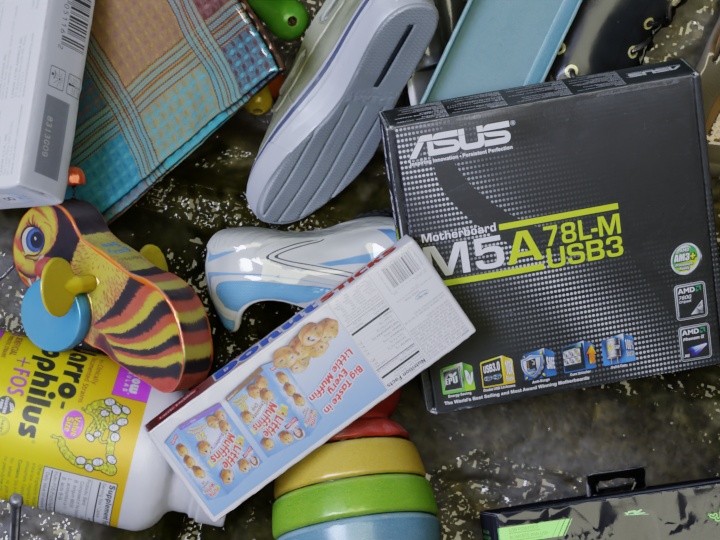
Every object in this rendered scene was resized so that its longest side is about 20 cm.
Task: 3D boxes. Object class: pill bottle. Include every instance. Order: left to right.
[{"bbox_3d":[-0.175,0.103,1.572,0.199,0.104,0.105,13,85,-2],"label":"pill bottle"}]

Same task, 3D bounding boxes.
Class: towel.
[{"bbox_3d":[-0.149,-0.130,1.568,0.200,0.022,0.147,-37,81,34],"label":"towel"}]

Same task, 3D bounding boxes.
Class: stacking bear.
[{"bbox_3d":[-0.004,0.135,1.577,0.113,0.121,0.201,4,70,-40],"label":"stacking bear"}]

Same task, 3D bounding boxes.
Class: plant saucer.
[{"bbox_3d":[0.088,-0.142,1.572,0.070,0.019,0.201,25,92,-19],"label":"plant saucer"}]

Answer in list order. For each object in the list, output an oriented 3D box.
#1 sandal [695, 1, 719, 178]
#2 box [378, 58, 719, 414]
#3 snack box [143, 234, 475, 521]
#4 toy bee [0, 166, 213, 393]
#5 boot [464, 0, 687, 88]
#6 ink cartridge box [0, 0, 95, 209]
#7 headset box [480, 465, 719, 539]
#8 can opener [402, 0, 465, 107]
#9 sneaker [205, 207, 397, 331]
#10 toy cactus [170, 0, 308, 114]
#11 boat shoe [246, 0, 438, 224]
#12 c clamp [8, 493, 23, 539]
[{"bbox_3d":[0.262,-0.155,1.637,0.080,0.054,0.201,25,86,0],"label":"sandal"},{"bbox_3d":[0.122,-0.021,1.561,0.199,0.048,0.194,-9,112,-4],"label":"box"},{"bbox_3d":[-0.030,0.066,1.521,0.200,0.024,0.072,-36,104,-3],"label":"snack box"},{"bbox_3d":[-0.177,-0.004,1.548,0.199,0.131,0.109,16,104,4],"label":"toy bee"},{"bbox_3d":[0.178,-0.137,1.611,0.154,0.073,0.204,-41,85,7],"label":"boot"},{"bbox_3d":[-0.259,-0.118,1.574,0.199,0.047,0.161,-3,74,37],"label":"ink cartridge box"},{"bbox_3d":[0.175,0.226,1.587,0.173,0.093,0.201,-7,86,-4],"label":"headset box"},{"bbox_3d":[0.034,-0.147,1.602,0.053,0.067,0.201,-19,102,-42],"label":"can opener"},{"bbox_3d":[0.000,0.000,1.610,0.199,0.072,0.073,-6,102,-4],"label":"sneaker"},{"bbox_3d":[-0.097,-0.194,1.615,0.165,0.102,0.201,28,91,19],"label":"toy cactus"},{"bbox_3d":[-0.016,-0.115,1.588,0.200,0.072,0.062,-54,48,31],"label":"boat shoe"},{"bbox_3d":[-0.303,0.191,1.556,0.199,0.027,0.171,3,130,1],"label":"c clamp"}]
